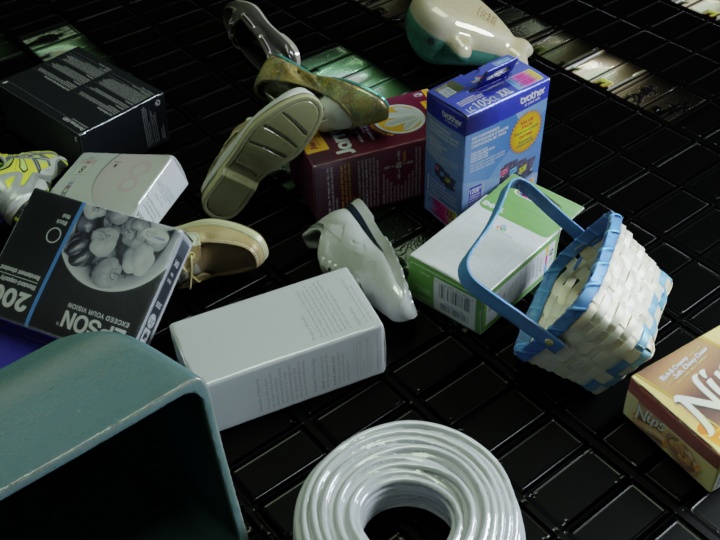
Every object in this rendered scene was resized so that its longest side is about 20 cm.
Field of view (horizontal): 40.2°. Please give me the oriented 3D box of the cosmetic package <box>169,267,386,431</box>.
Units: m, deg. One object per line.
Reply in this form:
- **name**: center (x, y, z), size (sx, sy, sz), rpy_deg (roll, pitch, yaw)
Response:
- **cosmetic package**: center (-0.082, 0.078, 0.991), size (0.197, 0.075, 0.102), rpy_deg (-18, 42, -15)

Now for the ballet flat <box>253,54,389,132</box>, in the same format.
- **ballet flat**: center (-0.054, -0.206, 1.200), size (0.198, 0.072, 0.070), rpy_deg (27, 48, 31)

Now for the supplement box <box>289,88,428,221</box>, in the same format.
- **supplement box**: center (0.017, -0.146, 1.235), size (0.197, 0.087, 0.111), rpy_deg (-16, 43, -15)

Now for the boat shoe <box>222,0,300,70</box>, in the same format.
- **boat shoe**: center (-0.167, -0.357, 1.504), size (0.056, 0.068, 0.200), rpy_deg (-23, 48, -30)

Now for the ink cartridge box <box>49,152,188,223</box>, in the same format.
- **ink cartridge box**: center (-0.307, -0.049, 1.104), size (0.161, 0.058, 0.201), rpy_deg (6, 48, 35)

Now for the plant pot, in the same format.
- **plant pot**: center (-0.238, 0.163, 0.816), size (0.194, 0.199, 0.199), rpy_deg (-28, 39, -27)

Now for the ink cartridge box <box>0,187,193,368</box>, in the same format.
- **ink cartridge box**: center (-0.294, 0.030, 1.008), size (0.195, 0.043, 0.203), rpy_deg (15, 75, 20)

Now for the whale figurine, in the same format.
- **whale figurine**: center (0.158, -0.343, 1.470), size (0.198, 0.104, 0.160), rpy_deg (27, 42, -5)

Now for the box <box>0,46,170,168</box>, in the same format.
- **box**: center (-0.378, -0.217, 1.342), size (0.199, 0.080, 0.140), rpy_deg (30, 47, 32)

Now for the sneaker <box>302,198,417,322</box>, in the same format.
- **sneaker**: center (0.000, 0.000, 1.087), size (0.079, 0.077, 0.201), rpy_deg (-21, 36, -10)

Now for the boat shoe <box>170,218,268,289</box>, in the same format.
- **boat shoe**: center (-0.200, -0.011, 1.105), size (0.197, 0.075, 0.067), rpy_deg (-1, 44, 19)

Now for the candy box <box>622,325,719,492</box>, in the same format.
- **candy box**: center (0.365, 0.113, 0.942), size (0.198, 0.056, 0.115), rpy_deg (-24, 45, -23)

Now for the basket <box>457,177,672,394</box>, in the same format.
- **basket**: center (0.200, 0.014, 0.978), size (0.200, 0.139, 0.177), rpy_deg (42, 47, -4)

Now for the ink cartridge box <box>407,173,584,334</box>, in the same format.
- **ink cartridge box**: center (0.154, -0.022, 1.105), size (0.103, 0.060, 0.199), rpy_deg (29, 49, 31)

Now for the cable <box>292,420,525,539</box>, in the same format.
- **cable**: center (0.041, 0.220, 0.821), size (0.197, 0.070, 0.200), rpy_deg (-21, 44, -21)

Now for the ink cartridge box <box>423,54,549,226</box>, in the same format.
- **ink cartridge box**: center (0.146, -0.161, 1.157), size (0.135, 0.202, 0.076), rpy_deg (-28, 46, -27)

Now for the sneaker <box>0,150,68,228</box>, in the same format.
- **sneaker**: center (-0.408, -0.117, 1.185), size (0.076, 0.076, 0.200), rpy_deg (-49, 17, 8)

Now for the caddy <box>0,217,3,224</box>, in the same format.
- **caddy**: center (-0.502, -0.104, 1.129), size (0.105, 0.200, 0.142), rpy_deg (-44, 46, 2)

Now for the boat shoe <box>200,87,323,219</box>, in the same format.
- **boat shoe**: center (-0.126, -0.153, 1.186), size (0.200, 0.074, 0.069), rpy_deg (-41, 39, 21)
